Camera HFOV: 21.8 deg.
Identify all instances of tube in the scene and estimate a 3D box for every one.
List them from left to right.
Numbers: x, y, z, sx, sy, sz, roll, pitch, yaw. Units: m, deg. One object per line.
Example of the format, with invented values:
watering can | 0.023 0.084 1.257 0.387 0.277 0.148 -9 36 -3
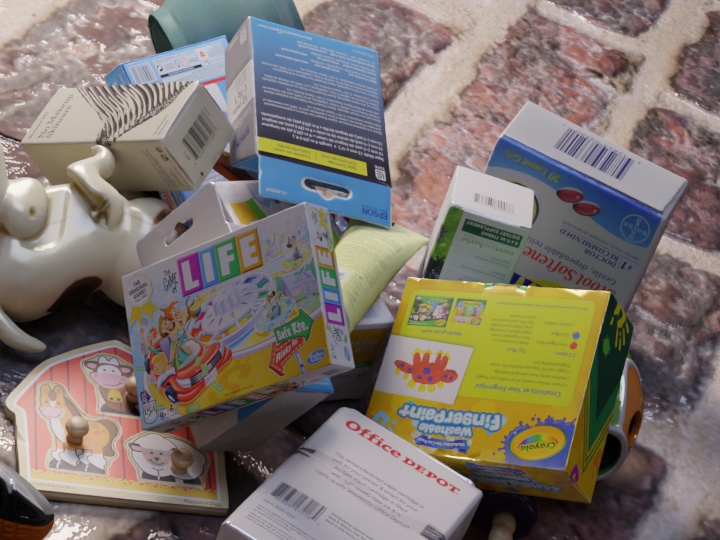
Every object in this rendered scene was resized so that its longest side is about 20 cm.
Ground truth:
tube | 0.000 0.000 1.668 0.058 0.052 0.200 59 30 -16

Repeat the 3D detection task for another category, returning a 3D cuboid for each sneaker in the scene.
sneaker | -0.315 0.141 1.467 0.199 0.076 0.092 30 30 12

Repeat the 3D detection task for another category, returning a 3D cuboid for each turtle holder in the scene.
turtle holder | 0.168 0.122 1.684 0.184 0.142 0.132 8 36 -20

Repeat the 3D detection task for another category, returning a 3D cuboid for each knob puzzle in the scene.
knob puzzle | -0.203 0.120 1.590 0.218 0.031 0.220 14 34 -10

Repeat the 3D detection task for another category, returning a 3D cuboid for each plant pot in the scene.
plant pot | -0.147 -0.244 2.015 0.133 0.201 0.201 -24 48 -12

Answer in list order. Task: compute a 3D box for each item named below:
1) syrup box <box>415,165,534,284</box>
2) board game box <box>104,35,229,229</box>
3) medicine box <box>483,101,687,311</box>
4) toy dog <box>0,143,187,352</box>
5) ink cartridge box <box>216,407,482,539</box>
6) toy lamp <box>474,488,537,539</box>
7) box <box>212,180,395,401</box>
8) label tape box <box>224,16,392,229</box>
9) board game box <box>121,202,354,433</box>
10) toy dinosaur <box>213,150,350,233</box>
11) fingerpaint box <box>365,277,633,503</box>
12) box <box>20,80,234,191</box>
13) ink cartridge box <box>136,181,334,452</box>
syrup box | 0.093 0.013 1.743 0.078 0.201 0.082 18 31 -3
board game box | -0.152 -0.125 1.866 0.151 0.037 0.201 -23 85 -46
medicine box | 0.199 -0.032 1.863 0.181 0.201 0.103 27 32 10
toy dog | -0.246 -0.022 1.676 0.198 0.140 0.195 3 50 -24
ink cartridge box | -0.012 0.217 1.505 0.145 0.084 0.200 31 35 14
toy lamp | 0.113 0.238 1.567 0.058 0.059 0.200 21 33 1
box | -0.069 0.018 1.727 0.112 0.102 0.201 -4 46 -33
label tape box | -0.050 -0.127 1.750 0.142 0.066 0.201 12 57 -27
board game box | -0.103 0.041 1.516 0.034 0.199 0.136 14 60 -53
toy dinosaur | -0.076 -0.090 1.859 0.198 0.182 0.106 -9 44 10
fingerpaint box | 0.117 0.101 1.607 0.199 0.073 0.168 3 63 30
box | -0.219 -0.124 1.748 0.199 0.069 0.082 1 50 40
ink cartridge box | -0.110 0.039 1.592 0.068 0.115 0.201 7 55 -48
